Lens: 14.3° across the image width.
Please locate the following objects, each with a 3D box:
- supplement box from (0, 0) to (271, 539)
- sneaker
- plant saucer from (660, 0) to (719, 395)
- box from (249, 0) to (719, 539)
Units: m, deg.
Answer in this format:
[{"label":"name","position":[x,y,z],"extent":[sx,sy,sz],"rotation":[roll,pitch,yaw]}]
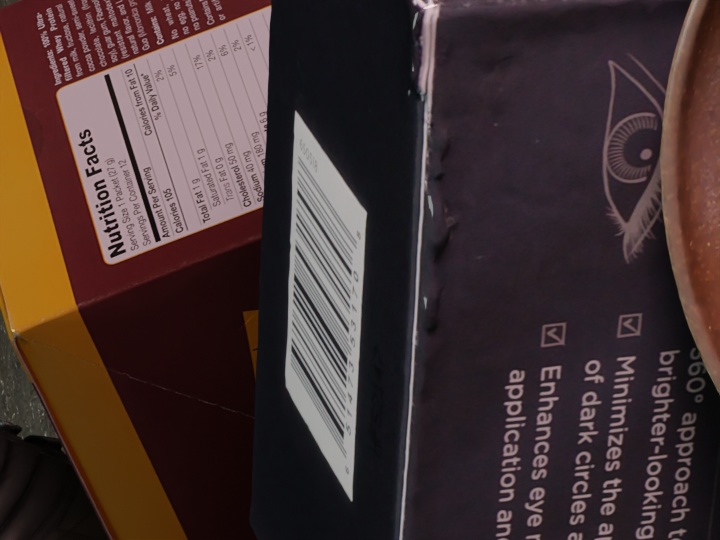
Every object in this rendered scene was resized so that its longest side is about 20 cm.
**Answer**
[{"label":"supplement box","position":[0.000,0.000,0.896],"extent":[0.198,0.199,0.133],"rotation":[70,179,-47]},{"label":"sneaker","position":[-0.093,0.078,1.026],"extent":[0.071,0.099,0.200],"rotation":[-53,-1,31]},{"label":"plant saucer","position":[0.156,-0.011,0.563],"extent":[0.199,0.037,0.202],"rotation":[14,119,26]},{"label":"box","position":[0.083,-0.003,0.690],"extent":[0.118,0.199,0.198],"rotation":[-123,32,-56]}]
